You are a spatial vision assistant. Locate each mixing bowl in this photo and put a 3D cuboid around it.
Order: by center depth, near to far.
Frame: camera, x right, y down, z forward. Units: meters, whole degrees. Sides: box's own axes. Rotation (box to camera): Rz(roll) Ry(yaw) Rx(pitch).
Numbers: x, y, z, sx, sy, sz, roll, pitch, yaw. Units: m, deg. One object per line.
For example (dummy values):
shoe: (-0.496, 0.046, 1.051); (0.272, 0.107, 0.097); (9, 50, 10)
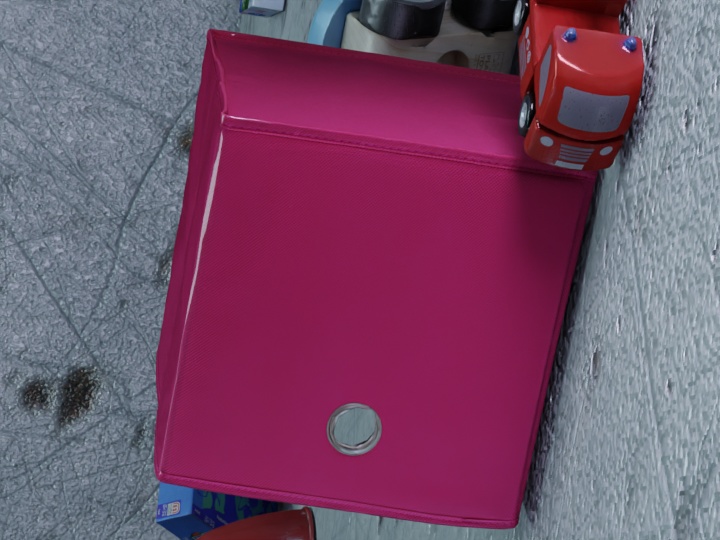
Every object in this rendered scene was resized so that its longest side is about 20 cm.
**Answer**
mixing bowl: (-0.109, 0.302, 2.013); (0.200, 0.108, 0.200); (-172, 90, -82)

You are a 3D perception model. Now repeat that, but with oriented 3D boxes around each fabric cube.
fabric cube: (0.000, 0.000, 1.225); (0.200, 0.196, 0.199); (-105, 25, -71)

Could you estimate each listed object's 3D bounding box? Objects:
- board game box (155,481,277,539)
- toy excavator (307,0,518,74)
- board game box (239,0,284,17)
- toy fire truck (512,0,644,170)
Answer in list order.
board game box: (-0.134, 0.181, 2.212); (0.152, 0.045, 0.200); (44, -142, -48)
toy excavator: (0.033, -0.165, 1.406); (0.200, 0.194, 0.100); (44, 132, 44)
board game box: (-0.114, -0.424, 2.872); (0.200, 0.041, 0.200); (-159, 76, -81)
toy fire truck: (0.113, -0.164, 1.092); (0.141, 0.049, 0.200); (109, 166, -52)
